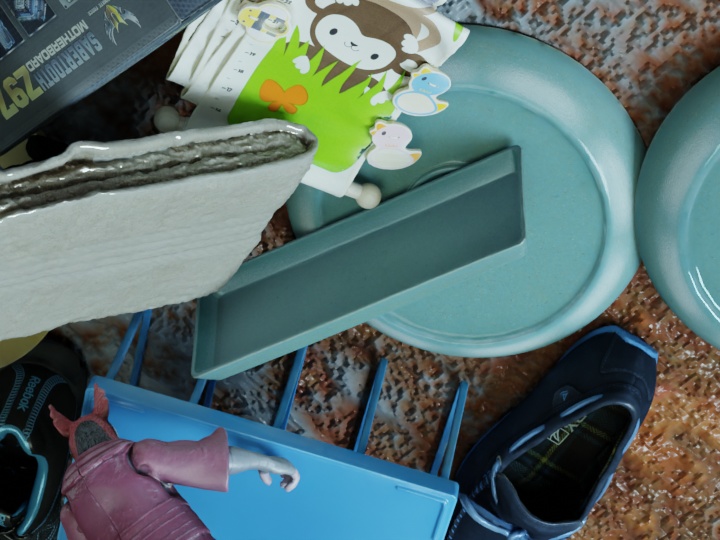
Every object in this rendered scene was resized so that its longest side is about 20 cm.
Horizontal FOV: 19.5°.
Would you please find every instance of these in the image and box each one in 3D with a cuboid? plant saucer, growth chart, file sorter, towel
[{"bbox_3d":[0.055,-0.032,1.102,0.198,0.028,0.202,5,122,7],"label":"plant saucer"},{"bbox_3d":[-0.020,-0.108,1.005,0.143,0.018,0.201,15,140,-9],"label":"growth chart"},{"bbox_3d":[0.000,0.000,1.079,0.199,0.070,0.019,-23,132,24],"label":"plant saucer"},{"bbox_3d":[0.239,-0.025,1.060,0.198,0.028,0.202,2,122,3],"label":"plant saucer"},{"bbox_3d":[-0.052,0.112,1.157,0.198,0.123,0.140,16,123,0],"label":"file sorter"},{"bbox_3d":[-0.127,-0.016,1.022,0.133,0.199,0.035,-51,60,47],"label":"towel"}]

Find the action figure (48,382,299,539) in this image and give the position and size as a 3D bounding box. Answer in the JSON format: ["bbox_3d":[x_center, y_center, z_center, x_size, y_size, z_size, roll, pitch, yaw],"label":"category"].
[{"bbox_3d":[-0.104,0.146,1.027,0.134,0.149,0.201,-44,74,22],"label":"action figure"}]

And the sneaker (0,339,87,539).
[{"bbox_3d":[-0.209,0.137,1.228,0.072,0.082,0.201,12,125,1],"label":"sneaker"}]

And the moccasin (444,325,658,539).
[{"bbox_3d":[0.094,0.115,1.162,0.080,0.068,0.201,23,124,-4],"label":"moccasin"}]

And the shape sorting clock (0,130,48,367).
[{"bbox_3d":[-0.246,-0.033,1.152,0.198,0.039,0.202,10,120,17],"label":"shape sorting clock"}]

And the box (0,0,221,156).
[{"bbox_3d":[-0.165,-0.155,0.995,0.199,0.051,0.158,-27,99,49],"label":"box"}]

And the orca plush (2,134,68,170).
[{"bbox_3d":[-0.163,-0.033,1.083,0.199,0.071,0.106,-16,145,-30],"label":"orca plush"}]
